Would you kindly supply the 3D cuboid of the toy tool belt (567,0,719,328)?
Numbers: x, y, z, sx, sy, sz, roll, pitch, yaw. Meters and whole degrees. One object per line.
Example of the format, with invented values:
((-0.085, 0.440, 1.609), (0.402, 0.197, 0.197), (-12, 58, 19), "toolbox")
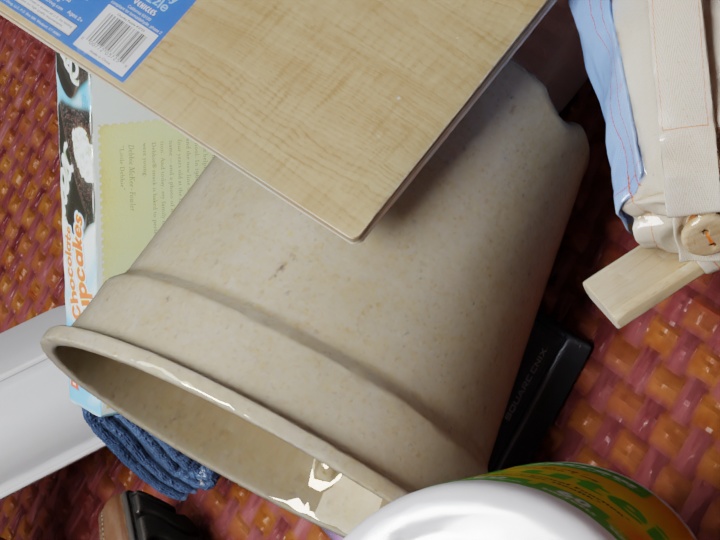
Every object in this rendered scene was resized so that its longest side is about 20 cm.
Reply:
((0.123, -0.082, 0.705), (0.123, 0.125, 0.201), (-31, 46, 29), "toy tool belt")

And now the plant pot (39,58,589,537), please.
((0.000, 0.000, 0.754), (0.200, 0.200, 0.184), (8, 66, 55), "plant pot")

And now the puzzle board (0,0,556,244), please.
((-0.033, -0.115, 0.713), (0.200, 0.017, 0.151), (33, 75, 22), "puzzle board")

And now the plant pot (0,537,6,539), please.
((-0.251, 0.247, 0.970), (0.195, 0.200, 0.201), (-34, 45, 27), "plant pot")

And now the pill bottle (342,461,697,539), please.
((0.059, 0.120, 0.597), (0.110, 0.200, 0.112), (-1, 87, 17), "pill bottle")

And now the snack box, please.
((-0.077, -0.042, 0.823), (0.037, 0.116, 0.201), (20, 114, 53), "snack box")

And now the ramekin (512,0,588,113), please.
((0.031, -0.155, 0.886), (0.200, 0.105, 0.201), (-31, 48, 41), "ramekin")

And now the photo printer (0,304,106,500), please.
((-0.199, 0.078, 0.999), (0.199, 0.070, 0.166), (-26, 10, -17), "photo printer")

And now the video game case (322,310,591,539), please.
((0.016, 0.058, 0.859), (0.200, 0.019, 0.143), (37, 101, 54), "video game case")

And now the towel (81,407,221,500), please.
((-0.090, 0.006, 0.933), (0.048, 0.112, 0.201), (-4, 55, 27), "towel")

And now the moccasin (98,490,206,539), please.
((-0.097, 0.196, 0.890), (0.078, 0.074, 0.202), (-40, 51, 21), "moccasin")
